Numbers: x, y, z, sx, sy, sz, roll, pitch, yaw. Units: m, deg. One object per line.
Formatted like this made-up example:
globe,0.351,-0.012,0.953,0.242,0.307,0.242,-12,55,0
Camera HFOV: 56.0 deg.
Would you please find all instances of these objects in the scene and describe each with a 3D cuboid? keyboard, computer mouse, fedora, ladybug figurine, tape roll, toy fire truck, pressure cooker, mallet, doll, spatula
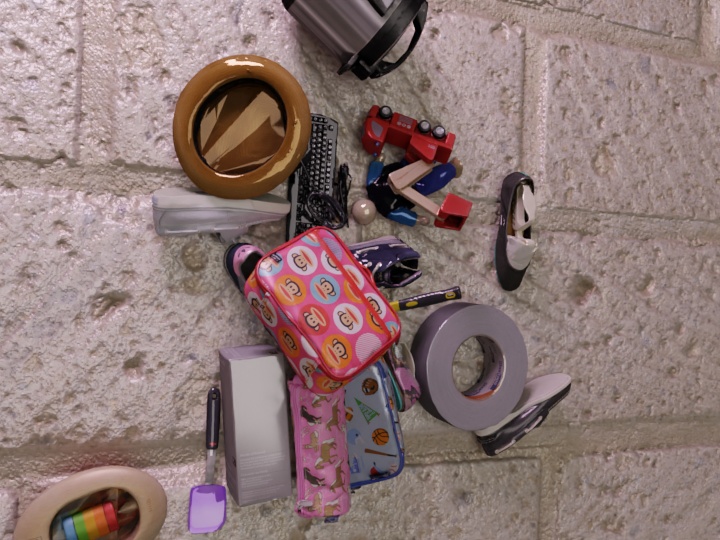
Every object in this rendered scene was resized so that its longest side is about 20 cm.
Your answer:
keyboard,-0.057,-0.136,1.032,0.101,0.039,0.206,3,91,-22
computer mouse,-0.080,-0.150,1.012,0.058,0.034,0.203,-28,95,0
fedora,-0.164,-0.195,0.950,0.194,0.082,0.207,0,90,-3
ladybug figurine,-0.356,0.329,0.896,0.195,0.072,0.140,-12,95,-22
tape roll,0.180,0.157,1.123,0.195,0.066,0.207,0,90,-23
toy fire truck,0.084,-0.158,1.035,0.195,0.049,0.144,20,67,1
pressure cooker,0.005,-0.390,0.983,0.199,0.180,0.175,40,115,-18
mallet,0.047,0.043,0.988,0.195,0.041,0.067,-21,96,10
doll,0.072,-0.131,1.077,0.197,0.048,0.138,-31,87,-17
spatula,-0.216,0.273,0.981,0.055,0.020,0.206,4,89,-21

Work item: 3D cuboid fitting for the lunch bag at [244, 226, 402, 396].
lunch bag,-0.041,0.047,0.918,0.175,0.082,0.201,-32,80,-39

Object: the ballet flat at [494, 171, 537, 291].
ballet flat,0.266,-0.066,1.153,0.066,0.068,0.206,-1,92,-23

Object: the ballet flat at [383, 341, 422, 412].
ballet flat,0.041,0.122,1.066,0.071,0.068,0.204,-31,99,-37

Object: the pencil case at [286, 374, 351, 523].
pencil case,-0.057,0.239,0.941,0.080,0.087,0.206,-3,93,3

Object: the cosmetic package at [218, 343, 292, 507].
cosmetic package,-0.151,0.213,0.963,0.088,0.106,0.206,-7,92,-20

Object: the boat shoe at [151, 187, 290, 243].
boat shoe,-0.197,-0.077,0.966,0.196,0.070,0.073,-1,111,-24

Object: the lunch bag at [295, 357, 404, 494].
lunch bag,-0.020,0.229,1.016,0.156,0.076,0.206,-11,94,5

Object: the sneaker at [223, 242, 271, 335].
sneaker,-0.123,0.046,0.983,0.070,0.082,0.201,-45,107,-16

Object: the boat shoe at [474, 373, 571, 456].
boat shoe,0.285,0.247,1.165,0.197,0.074,0.062,-29,101,-17

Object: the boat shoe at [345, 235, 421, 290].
boat shoe,0.000,0.000,1.022,0.196,0.092,0.077,-20,114,-21
